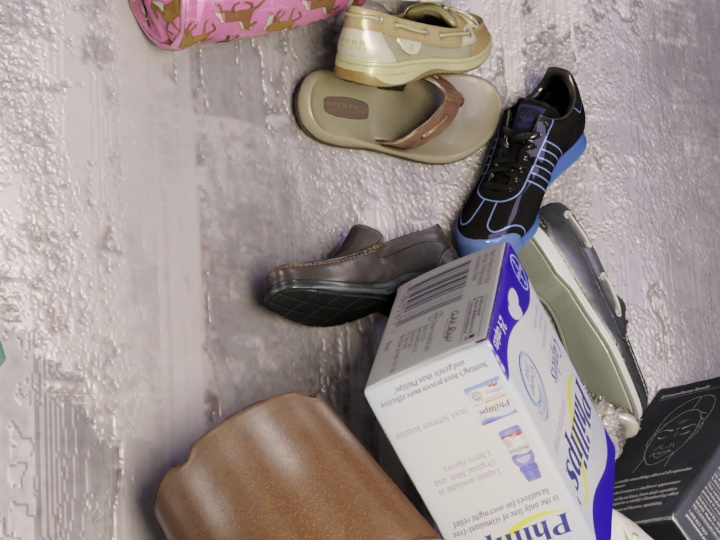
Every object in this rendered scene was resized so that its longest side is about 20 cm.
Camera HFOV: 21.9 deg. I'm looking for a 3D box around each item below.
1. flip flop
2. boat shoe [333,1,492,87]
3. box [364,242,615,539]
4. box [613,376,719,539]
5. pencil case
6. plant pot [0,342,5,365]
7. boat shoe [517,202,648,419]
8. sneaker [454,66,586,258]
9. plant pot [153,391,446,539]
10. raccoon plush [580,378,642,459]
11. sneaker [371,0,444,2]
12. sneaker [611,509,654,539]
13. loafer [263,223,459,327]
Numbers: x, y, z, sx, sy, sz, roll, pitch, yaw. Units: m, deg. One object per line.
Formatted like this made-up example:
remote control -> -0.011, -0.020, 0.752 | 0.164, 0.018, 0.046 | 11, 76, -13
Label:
flip flop -> 0.039, -0.136, 1.545 | 0.199, 0.057, 0.082 | 4, 76, -33
boat shoe -> 0.048, -0.197, 1.530 | 0.200, 0.073, 0.064 | -20, 120, -50
box -> 0.102, 0.113, 1.378 | 0.201, 0.104, 0.184 | 62, 19, -17
box -> 0.286, 0.189, 1.568 | 0.107, 0.148, 0.200 | 52, 55, -13
pencil case -> -0.086, -0.232, 1.473 | 0.199, 0.086, 0.083 | -20, 132, -35
plant pot -> -0.340, 0.020, 1.208 | 0.200, 0.141, 0.141 | 52, 56, -20
boat shoe -> 0.199, 0.035, 1.598 | 0.060, 0.075, 0.201 | -32, 97, -29
sneaker -> 0.132, -0.092, 1.574 | 0.200, 0.070, 0.078 | -55, 144, -39
plant pot -> -0.036, 0.207, 1.305 | 0.199, 0.201, 0.199 | -18, 58, -35
raccoon plush -> 0.162, 0.081, 1.556 | 0.133, 0.096, 0.202 | 5, 75, -41
sneaker -> 0.054, -0.286, 1.521 | 0.199, 0.079, 0.131 | -23, 117, -66
sneaker -> 0.241, 0.243, 1.438 | 0.200, 0.084, 0.073 | 42, 57, -17
loafer -> 0.000, 0.000, 1.482 | 0.199, 0.073, 0.073 | 0, 69, -43
